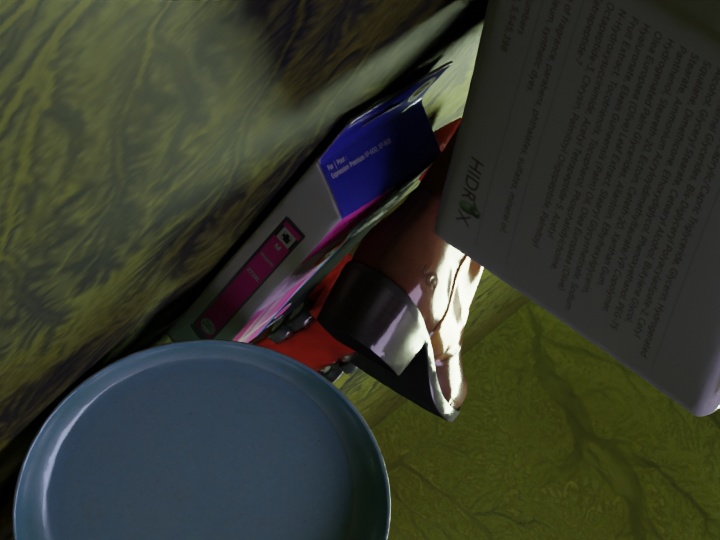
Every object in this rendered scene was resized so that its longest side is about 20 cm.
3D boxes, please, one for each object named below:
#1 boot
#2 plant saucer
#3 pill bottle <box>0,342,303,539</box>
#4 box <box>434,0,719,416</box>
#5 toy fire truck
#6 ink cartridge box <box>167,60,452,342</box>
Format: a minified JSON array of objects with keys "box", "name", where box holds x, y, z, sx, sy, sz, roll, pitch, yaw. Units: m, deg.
[{"box":[0.063,-0.027,1.110,0.200,0.068,0.188,-57,151,-8],"name":"boot"},{"box":[-0.084,0.127,1.094,0.200,0.200,0.027,-42,-163,7],"name":"plant saucer"},{"box":[-0.117,0.132,1.173,0.200,0.113,0.113,-41,174,21],"name":"pill bottle"},{"box":[0.172,-0.085,0.963,0.199,0.171,0.200,-36,152,-38],"name":"box"},{"box":[0.000,0.000,1.227,0.200,0.049,0.141,-32,-158,56],"name":"toy fire truck"},{"box":[-0.021,-0.026,1.075,0.095,0.037,0.200,-35,169,-47],"name":"ink cartridge box"}]
